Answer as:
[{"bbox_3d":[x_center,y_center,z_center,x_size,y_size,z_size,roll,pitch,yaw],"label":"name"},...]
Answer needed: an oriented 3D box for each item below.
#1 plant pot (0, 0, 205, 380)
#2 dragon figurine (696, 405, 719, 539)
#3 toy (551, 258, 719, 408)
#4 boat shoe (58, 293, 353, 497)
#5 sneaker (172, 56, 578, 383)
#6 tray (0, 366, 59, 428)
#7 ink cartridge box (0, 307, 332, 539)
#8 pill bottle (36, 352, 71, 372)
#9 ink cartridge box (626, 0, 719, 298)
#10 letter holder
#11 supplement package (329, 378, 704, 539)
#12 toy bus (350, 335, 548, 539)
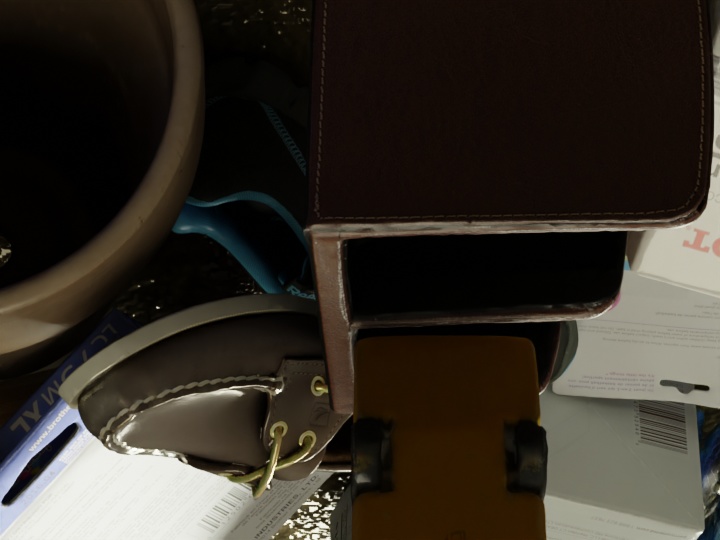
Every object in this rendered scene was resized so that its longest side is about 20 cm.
[{"bbox_3d":[-0.155,-0.041,1.017,0.199,0.201,0.175,2,158,-1],"label":"plant pot"},{"bbox_3d":[0.158,0.111,1.225,0.059,0.100,0.200,15,137,-16],"label":"dragon figurine"},{"bbox_3d":[0.142,-0.033,1.093,0.114,0.047,0.201,5,130,7],"label":"toy"},{"bbox_3d":[-0.029,0.050,0.977,0.072,0.060,0.200,-34,161,30],"label":"boat shoe"},{"bbox_3d":[0.000,0.000,1.087,0.200,0.082,0.073,33,134,-12],"label":"sneaker"},{"bbox_3d":[-0.119,0.086,1.094,0.199,0.037,0.099,-14,137,-44],"label":"tray"},{"bbox_3d":[-0.097,0.086,1.047,0.119,0.042,0.200,-47,153,3],"label":"ink cartridge box"},{"bbox_3d":[-0.142,0.127,1.239,0.110,0.111,0.200,-6,138,8],"label":"pill bottle"},{"bbox_3d":[0.193,-0.080,0.958,0.146,0.083,0.201,15,113,-5],"label":"ink cartridge box"},{"bbox_3d":[0.056,-0.059,0.959,0.141,0.201,0.101,-3,139,4],"label":"letter holder"},{"bbox_3d":[0.066,0.117,1.224,0.109,0.114,0.200,14,139,-14],"label":"supplement package"},{"bbox_3d":[0.027,0.109,0.846,0.065,0.201,0.079,1,138,-1],"label":"toy bus"}]
